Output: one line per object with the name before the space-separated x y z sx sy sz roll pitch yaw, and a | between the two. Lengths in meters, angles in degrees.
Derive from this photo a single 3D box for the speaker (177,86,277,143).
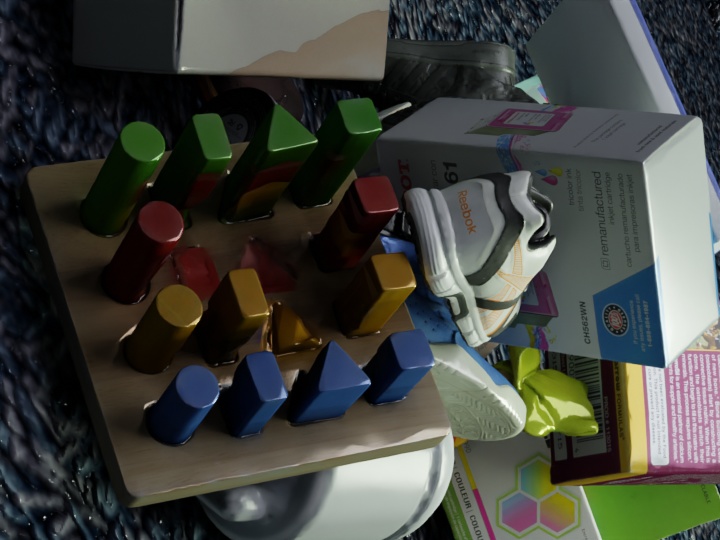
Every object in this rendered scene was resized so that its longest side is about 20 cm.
speaker | -0.040 -0.035 1.412 0.200 0.081 0.081 48 29 -46

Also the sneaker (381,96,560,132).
sneaker | 0.099 -0.070 1.469 0.077 0.200 0.085 -26 113 -27

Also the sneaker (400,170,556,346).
sneaker | 0.082 -0.007 1.222 0.200 0.080 0.074 47 26 -74

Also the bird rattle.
bird rattle | 0.060 0.100 1.449 0.113 0.200 0.163 64 -19 2

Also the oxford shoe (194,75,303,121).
oxford shoe | -0.082 -0.158 1.434 0.200 0.072 0.071 44 31 -50

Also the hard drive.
hard drive | 0.180 -0.091 1.403 0.200 0.025 0.132 68 -21 12

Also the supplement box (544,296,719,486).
supplement box | 0.243 0.089 1.524 0.199 0.103 0.131 4 78 -28

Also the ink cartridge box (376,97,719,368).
ink cartridge box | 0.119 -0.027 1.341 0.085 0.200 0.145 -36 124 -45

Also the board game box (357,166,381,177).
board game box | 0.000 0.000 1.386 0.200 0.032 0.120 -25 121 -45

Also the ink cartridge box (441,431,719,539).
ink cartridge box | 0.161 0.156 1.559 0.076 0.200 0.148 -7 76 -88

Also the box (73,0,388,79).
box | -0.078 -0.162 1.298 0.200 0.095 0.078 -5 101 -51

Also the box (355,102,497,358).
box | 0.030 -0.018 1.583 0.200 0.078 0.095 67 21 -6

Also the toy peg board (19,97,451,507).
toy peg board | -0.055 0.003 1.126 0.200 0.098 0.200 -9 66 -28

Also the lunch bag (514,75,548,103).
lunch bag | 0.093 -0.058 1.734 0.200 0.122 0.171 -23 96 -54

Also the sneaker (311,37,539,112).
sneaker | 0.058 -0.125 1.629 0.060 0.199 0.105 97 -8 -75

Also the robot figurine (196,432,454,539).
robot figurine | -0.021 0.107 1.234 0.113 0.170 0.200 38 19 35

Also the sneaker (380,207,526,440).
sneaker | 0.040 0.022 1.326 0.200 0.077 0.111 34 53 -30
